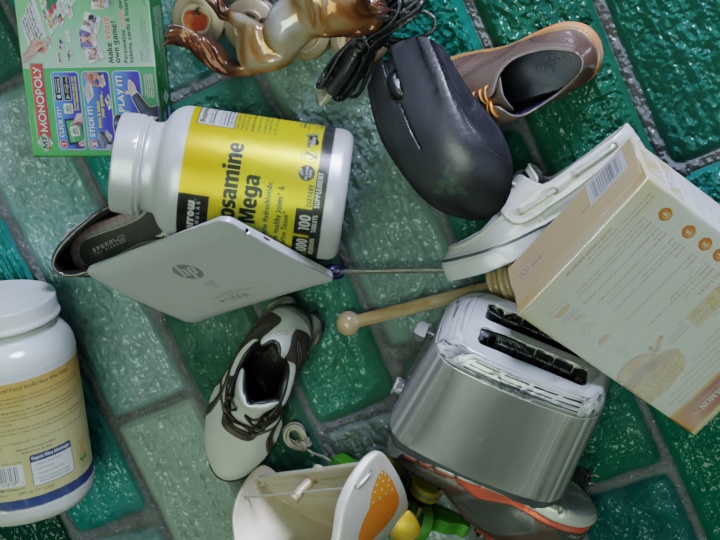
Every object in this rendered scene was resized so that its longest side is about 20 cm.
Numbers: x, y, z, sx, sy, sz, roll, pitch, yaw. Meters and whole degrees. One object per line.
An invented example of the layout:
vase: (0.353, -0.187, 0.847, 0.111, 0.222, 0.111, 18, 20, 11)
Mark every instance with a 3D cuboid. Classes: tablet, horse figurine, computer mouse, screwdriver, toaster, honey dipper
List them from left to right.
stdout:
tablet: (-0.134, 0.004, 1.297, 0.199, 0.014, 0.130, -17, 145, 42)
horse figurine: (-0.072, -0.220, 1.241, 0.199, 0.050, 0.133, -31, 94, 31)
screwdriver: (0.000, 0.000, 1.331, 0.197, 0.029, 0.028, -3, 106, 13)
computer mouse: (0.044, -0.123, 1.206, 0.201, 0.052, 0.139, 54, 127, 13)
honey dipper: (0.068, 0.026, 1.315, 0.198, 0.038, 0.038, -15, 103, 24)
toaster: (0.128, 0.110, 1.265, 0.198, 0.114, 0.130, 23, 127, 3)

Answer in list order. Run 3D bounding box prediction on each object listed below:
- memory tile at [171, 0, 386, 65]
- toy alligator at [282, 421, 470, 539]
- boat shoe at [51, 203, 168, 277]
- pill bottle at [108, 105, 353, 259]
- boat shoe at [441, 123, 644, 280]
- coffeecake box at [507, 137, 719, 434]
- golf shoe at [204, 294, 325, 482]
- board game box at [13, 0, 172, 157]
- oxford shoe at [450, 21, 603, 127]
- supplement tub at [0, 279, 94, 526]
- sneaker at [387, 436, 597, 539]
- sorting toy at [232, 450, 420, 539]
memory tile: (-0.069, -0.257, 1.270, 0.198, 0.017, 0.155, 9, 109, 14)
toy alligator: (0.007, 0.204, 1.375, 0.198, 0.054, 0.060, 28, 112, 6)
boat shoe: (-0.196, -0.042, 1.353, 0.199, 0.057, 0.067, -26, 97, 22)
pill bottle: (-0.109, -0.078, 1.265, 0.197, 0.113, 0.114, 8, 110, -1)
boat shoe: (0.149, -0.057, 1.243, 0.199, 0.072, 0.066, -26, 94, 21)
coffeecake box: (0.245, 0.016, 1.201, 0.199, 0.073, 0.154, 33, 114, -19)
golf shoe: (-0.104, 0.119, 1.360, 0.077, 0.095, 0.202, 25, 114, 6)
board game box: (-0.240, -0.203, 1.330, 0.133, 0.029, 0.203, 2, 108, 16)
oxford shoe: (0.101, -0.147, 1.225, 0.198, 0.073, 0.072, -26, 99, 22)
supplement tub: (-0.332, 0.122, 1.398, 0.143, 0.144, 0.203, 0, 107, 16)
sneaker: (0.109, 0.209, 1.337, 0.198, 0.077, 0.083, 24, 116, 8)
sorting toy: (-0.057, 0.261, 1.296, 0.107, 0.180, 0.199, 49, 148, -16)
